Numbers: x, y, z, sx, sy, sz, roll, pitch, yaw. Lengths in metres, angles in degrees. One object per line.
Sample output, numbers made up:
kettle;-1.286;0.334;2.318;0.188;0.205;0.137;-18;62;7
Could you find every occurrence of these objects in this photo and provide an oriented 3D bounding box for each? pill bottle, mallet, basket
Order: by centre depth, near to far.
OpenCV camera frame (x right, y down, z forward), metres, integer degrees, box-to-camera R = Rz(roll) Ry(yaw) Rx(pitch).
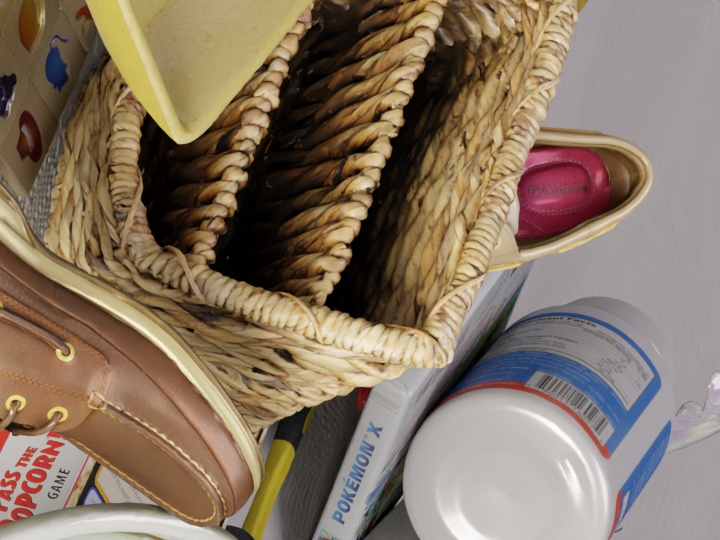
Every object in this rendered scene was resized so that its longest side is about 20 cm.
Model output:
basket;-0.025;-0.059;1.175;0.142;0.149;0.201;35;60;-21
mallet;-0.041;0.087;1.429;0.066;0.041;0.201;73;30;-57
pill bottle;0.103;0.084;1.543;0.200;0.112;0.113;-40;137;-64

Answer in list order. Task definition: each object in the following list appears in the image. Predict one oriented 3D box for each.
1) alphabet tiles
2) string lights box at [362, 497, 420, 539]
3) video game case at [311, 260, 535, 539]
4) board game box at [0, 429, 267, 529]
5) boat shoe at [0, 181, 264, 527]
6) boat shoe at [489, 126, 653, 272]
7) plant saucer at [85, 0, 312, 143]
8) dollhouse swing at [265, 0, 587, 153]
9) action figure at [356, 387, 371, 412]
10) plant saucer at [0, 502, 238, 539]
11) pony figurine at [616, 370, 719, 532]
alphabet tiles;-0.132;-0.127;1.107;0.167;0.006;0.201;63;42;-59
string lights box;0.020;0.226;1.567;0.103;0.059;0.201;-37;143;-63
video game case;0.038;0.056;1.524;0.200;0.022;0.183;-52;168;-43
board game box;-0.102;0.087;1.252;0.152;0.046;0.201;70;37;-52
boat shoe;-0.121;0.030;1.043;0.200;0.072;0.068;42;59;-17
boat shoe;0.052;-0.034;1.366;0.199;0.069;0.074;-15;90;-35
plant saucer;-0.067;-0.183;1.103;0.200;0.048;0.201;-53;135;-39
dollhouse swing;-0.006;-0.145;1.402;0.182;0.175;0.200;61;18;13
action figure;0.043;-0.016;1.551;0.201;0.052;0.065;-66;160;-3
plant saucer;-0.129;0.158;1.128;0.199;0.050;0.201;-18;132;-21
pony figurine;0.121;0.120;1.738;0.193;0.166;0.201;137;-32;-70
